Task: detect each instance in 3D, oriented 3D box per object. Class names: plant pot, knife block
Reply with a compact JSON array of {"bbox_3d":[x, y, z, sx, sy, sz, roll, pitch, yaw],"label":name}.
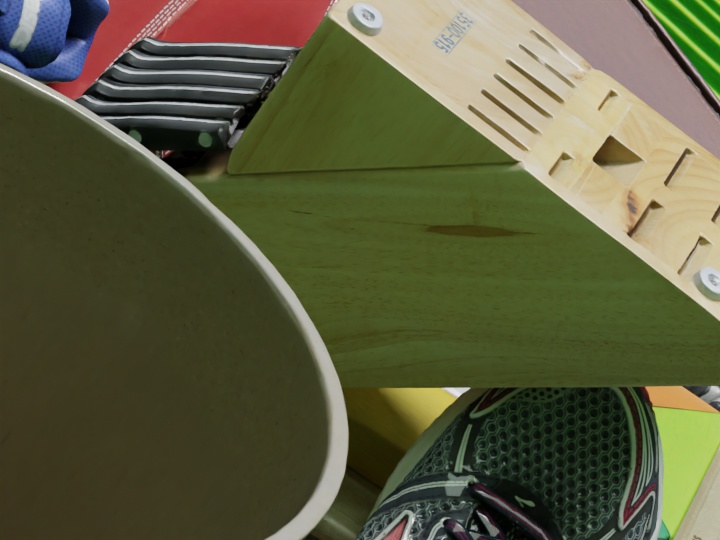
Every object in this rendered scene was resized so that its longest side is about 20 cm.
[{"bbox_3d":[-0.131,0.073,0.653,0.187,0.200,0.187,24,28,-14],"label":"plant pot"},{"bbox_3d":[0.000,0.000,0.827,0.200,0.176,0.064,37,39,1],"label":"knife block"}]

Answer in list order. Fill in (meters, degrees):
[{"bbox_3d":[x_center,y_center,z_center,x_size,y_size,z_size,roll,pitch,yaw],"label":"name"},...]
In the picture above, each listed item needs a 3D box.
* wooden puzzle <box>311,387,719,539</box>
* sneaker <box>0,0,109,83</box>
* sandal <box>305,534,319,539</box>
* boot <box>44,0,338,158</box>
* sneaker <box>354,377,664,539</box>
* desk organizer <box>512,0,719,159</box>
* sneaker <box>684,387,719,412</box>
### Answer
[{"bbox_3d":[0.039,0.046,0.899,0.200,0.037,0.185,29,30,6],"label":"wooden puzzle"},{"bbox_3d":[-0.127,-0.093,0.836,0.088,0.075,0.200,22,6,9],"label":"sneaker"},{"bbox_3d":[-0.026,0.116,0.848,0.206,0.059,0.079,31,43,7],"label":"sandal"},{"bbox_3d":[-0.056,-0.039,0.943,0.144,0.072,0.200,23,67,18],"label":"boot"},{"bbox_3d":[0.021,0.105,0.775,0.081,0.075,0.200,33,72,6],"label":"sneaker"},{"bbox_3d":[0.050,-0.078,1.020,0.077,0.072,0.200,-24,73,-44],"label":"desk organizer"},{"bbox_3d":[0.163,0.070,1.016,0.085,0.077,0.200,49,31,-49],"label":"sneaker"}]
